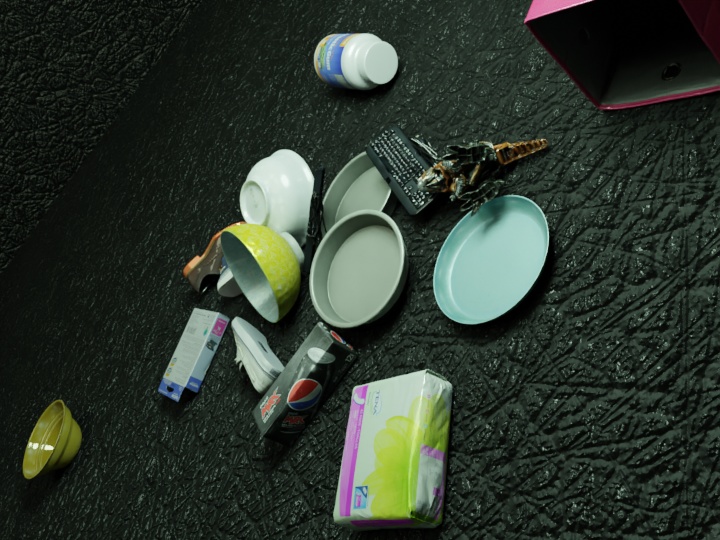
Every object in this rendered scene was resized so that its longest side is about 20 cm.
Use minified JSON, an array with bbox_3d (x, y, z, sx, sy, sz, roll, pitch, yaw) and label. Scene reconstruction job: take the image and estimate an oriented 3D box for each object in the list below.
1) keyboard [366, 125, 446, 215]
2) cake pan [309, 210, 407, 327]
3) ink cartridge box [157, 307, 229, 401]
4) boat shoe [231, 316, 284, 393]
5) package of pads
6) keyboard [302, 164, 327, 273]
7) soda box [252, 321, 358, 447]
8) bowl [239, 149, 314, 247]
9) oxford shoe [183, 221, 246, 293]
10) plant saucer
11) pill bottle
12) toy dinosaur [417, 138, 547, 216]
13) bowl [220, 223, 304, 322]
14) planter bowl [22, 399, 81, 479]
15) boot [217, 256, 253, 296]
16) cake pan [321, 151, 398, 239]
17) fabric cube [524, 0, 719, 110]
[{"bbox_3d":[0.081,-0.189,1.215,0.104,0.040,0.201,-37,51,6],"label":"keyboard"},{"bbox_3d":[0.000,0.000,1.184,0.199,0.037,0.203,-16,63,35],"label":"cake pan"},{"bbox_3d":[-0.362,0.184,1.539,0.119,0.042,0.202,5,66,52],"label":"ink cartridge box"},{"bbox_3d":[-0.208,0.161,1.345,0.070,0.071,0.200,-52,42,5],"label":"boat shoe"},{"bbox_3d":[0.047,0.243,0.964,0.154,0.068,0.202,-21,50,42],"label":"package of pads"},{"bbox_3d":[-0.076,-0.089,1.318,0.104,0.039,0.203,-77,-6,-73],"label":"keyboard"},{"bbox_3d":[-0.093,0.190,1.182,0.201,0.063,0.071,-54,35,8],"label":"soda box"},{"bbox_3d":[-0.179,-0.137,1.425,0.200,0.090,0.204,13,108,45],"label":"bowl"},{"bbox_3d":[-0.319,-0.029,1.639,0.200,0.071,0.073,-44,66,16],"label":"oxford shoe"},{"bbox_3d":[0.188,-0.013,1.015,0.199,0.027,0.202,-31,44,35],"label":"plant saucer"},{"bbox_3d":[-0.008,-0.441,1.500,0.199,0.112,0.113,27,86,56],"label":"pill bottle"},{"bbox_3d":[0.176,-0.163,1.080,0.200,0.102,0.136,-40,5,25],"label":"toy dinosaur"},{"bbox_3d":[-0.170,-0.014,1.358,0.107,0.202,0.199,-33,27,-24],"label":"bowl"},{"bbox_3d":[-0.773,0.441,1.819,0.199,0.083,0.202,-30,44,34],"label":"planter bowl"},{"bbox_3d":[-0.239,-0.026,1.511,0.199,0.072,0.091,-31,49,35],"label":"boot"},{"bbox_3d":[0.001,-0.130,1.323,0.199,0.037,0.202,-31,44,35],"label":"cake pan"},{"bbox_3d":[0.364,-0.354,0.902,0.195,0.199,0.201,2,64,52],"label":"fabric cube"}]
